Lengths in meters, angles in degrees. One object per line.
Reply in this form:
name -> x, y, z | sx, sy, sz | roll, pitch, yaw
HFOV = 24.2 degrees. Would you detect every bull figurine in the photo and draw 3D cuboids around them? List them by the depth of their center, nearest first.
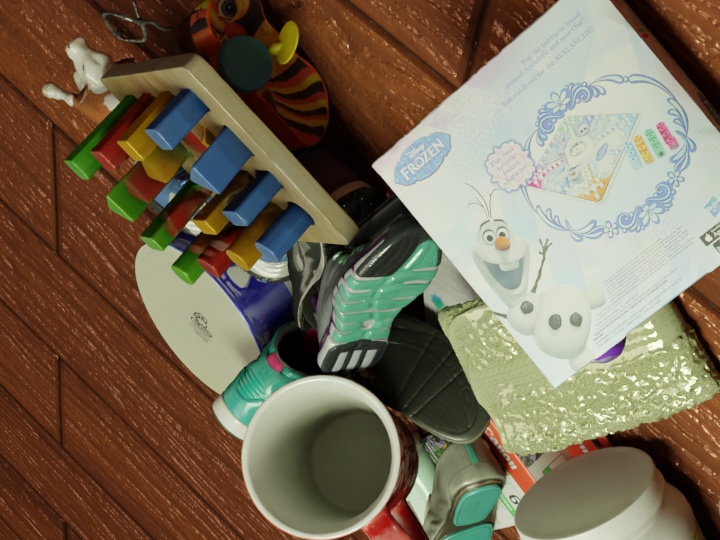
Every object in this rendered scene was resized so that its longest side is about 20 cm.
bull figurine -> -0.215, -0.154, 1.547 | 0.121, 0.065, 0.200 | 25, 175, 45

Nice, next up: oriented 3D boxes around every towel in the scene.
towel -> 0.164, 0.065, 1.285 | 0.200, 0.036, 0.148 | -22, 105, 37

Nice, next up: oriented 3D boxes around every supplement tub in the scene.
supplement tub -> 0.222, 0.259, 1.367 | 0.145, 0.145, 0.200 | 0, 123, 55

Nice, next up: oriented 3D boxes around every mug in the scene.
mug -> -0.012, 0.186, 1.463 | 0.200, 0.133, 0.178 | 38, -141, -78

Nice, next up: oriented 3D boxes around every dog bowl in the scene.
dog bowl -> -0.135, 0.034, 1.700 | 0.200, 0.079, 0.200 | 35, 147, 27

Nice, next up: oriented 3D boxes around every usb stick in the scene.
usb stick -> 0.039, -0.037, 1.342 | 0.055, 0.033, 0.200 | 47, 154, -3

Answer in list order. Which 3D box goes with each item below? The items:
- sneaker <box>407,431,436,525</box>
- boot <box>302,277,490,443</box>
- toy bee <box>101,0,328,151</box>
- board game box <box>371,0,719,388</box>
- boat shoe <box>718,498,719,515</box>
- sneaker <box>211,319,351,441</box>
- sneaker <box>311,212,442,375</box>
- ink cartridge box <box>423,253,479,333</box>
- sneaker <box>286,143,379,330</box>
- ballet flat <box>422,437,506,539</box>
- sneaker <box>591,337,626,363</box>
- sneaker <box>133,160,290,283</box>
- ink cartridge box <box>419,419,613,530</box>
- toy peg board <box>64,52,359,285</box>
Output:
sneaker -> 0.031, 0.245, 1.695 | 0.118, 0.074, 0.200 | 57, 149, 4
boot -> 0.048, 0.094, 1.475 | 0.204, 0.073, 0.154 | 38, 172, 27
toy bee -> -0.095, -0.193, 1.390 | 0.131, 0.109, 0.200 | 8, 154, 41
board game box -> 0.144, -0.058, 1.120 | 0.200, 0.043, 0.199 | -40, 88, 23
boat shoe -> 0.305, 0.225, 1.303 | 0.067, 0.057, 0.200 | 25, 141, 40
sneaker -> -0.045, 0.102, 1.615 | 0.121, 0.200, 0.084 | -48, 67, 21
sneaker -> 0.000, 0.000, 1.344 | 0.200, 0.074, 0.088 | -59, 42, 48
ink cartridge box -> 0.101, 0.000, 1.362 | 0.119, 0.042, 0.200 | 34, 149, 34
sneaker -> -0.037, -0.034, 1.509 | 0.088, 0.076, 0.200 | 50, 147, 27
ballet flat -> 0.088, 0.211, 1.507 | 0.200, 0.067, 0.064 | 102, 150, -54
sneaker -> 0.157, -0.036, 1.177 | 0.100, 0.070, 0.200 | -22, 86, 39
sneaker -> -0.131, -0.069, 1.598 | 0.200, 0.076, 0.077 | 29, 139, 19
ink cartridge box -> 0.141, 0.163, 1.476 | 0.109, 0.050, 0.200 | 54, 152, -3
toy peg board -> -0.136, -0.070, 1.390 | 0.200, 0.098, 0.199 | 46, 163, -22
